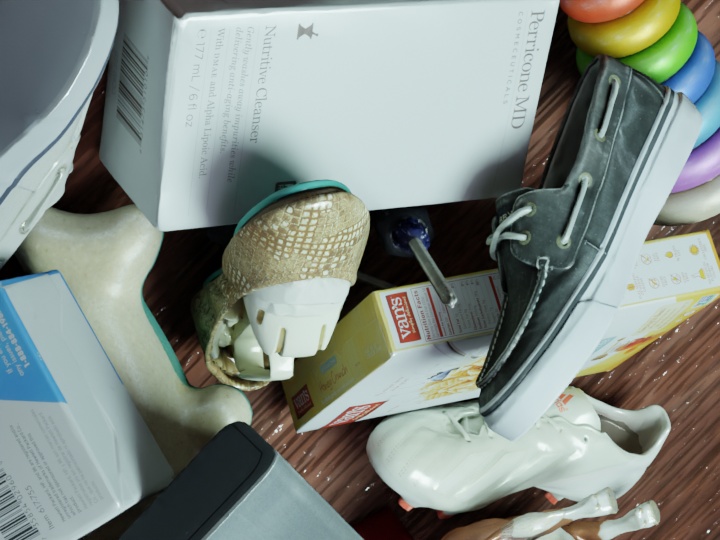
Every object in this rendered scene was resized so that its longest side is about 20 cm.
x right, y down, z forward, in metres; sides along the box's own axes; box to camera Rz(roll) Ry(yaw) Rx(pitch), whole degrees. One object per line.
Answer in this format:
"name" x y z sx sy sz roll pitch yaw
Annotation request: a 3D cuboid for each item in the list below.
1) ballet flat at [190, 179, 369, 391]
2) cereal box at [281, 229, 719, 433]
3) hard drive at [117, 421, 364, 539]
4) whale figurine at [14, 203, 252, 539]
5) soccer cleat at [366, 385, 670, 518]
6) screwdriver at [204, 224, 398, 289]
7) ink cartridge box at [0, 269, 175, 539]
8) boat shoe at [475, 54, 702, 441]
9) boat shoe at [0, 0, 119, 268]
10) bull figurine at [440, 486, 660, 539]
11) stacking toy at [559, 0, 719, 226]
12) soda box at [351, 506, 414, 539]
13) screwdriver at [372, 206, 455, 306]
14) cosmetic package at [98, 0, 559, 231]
"ballet flat" -0.035 0.015 1.085 0.070 0.066 0.200 -6 166 -13
"cereal box" 0.073 0.033 1.200 0.199 0.040 0.144 -11 165 -24
"hard drive" -0.072 0.153 1.093 0.140 0.033 0.200 -47 160 -5
"whale figurine" -0.128 0.061 1.123 0.158 0.104 0.201 0 102 8
"soccer cleat" 0.088 0.093 1.278 0.199 0.069 0.078 6 136 -41
"screwdriver" 0.000 0.000 1.195 0.199 0.028 0.029 18 139 -38
"ink cartridge box" -0.201 0.099 1.057 0.200 0.116 0.068 -31 176 18
"boat shoe" 0.093 -0.014 1.104 0.071 0.072 0.201 32 65 -9
"boat shoe" -0.164 -0.052 1.045 0.200 0.071 0.070 -59 157 11
"bull figurine" 0.108 0.166 1.289 0.121 0.065 0.200 -22 167 22
"stacking toy" 0.138 -0.120 1.169 0.085 0.085 0.200 -34 125 -6
"soda box" 0.020 0.237 1.342 0.070 0.063 0.201 -25 131 -13
"screwdriver" 0.032 -0.010 1.091 0.029 0.200 0.028 -21 105 -6
"cosmetic package" -0.015 -0.091 1.087 0.199 0.081 0.113 -7 122 -25
